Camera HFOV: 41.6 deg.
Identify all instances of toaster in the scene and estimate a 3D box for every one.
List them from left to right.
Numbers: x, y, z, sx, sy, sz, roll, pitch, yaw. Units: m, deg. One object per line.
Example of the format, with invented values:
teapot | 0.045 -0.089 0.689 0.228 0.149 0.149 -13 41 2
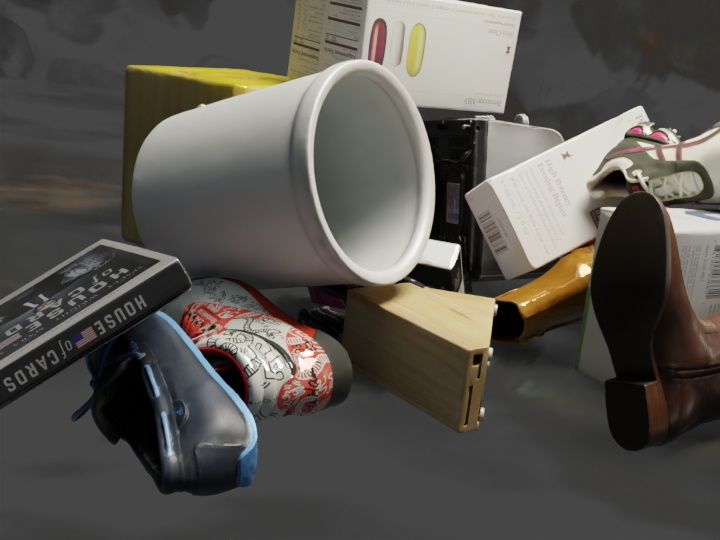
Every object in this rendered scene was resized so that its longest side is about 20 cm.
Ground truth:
toaster | 0.136 -0.075 1.073 0.117 0.203 0.181 -1 7 -18

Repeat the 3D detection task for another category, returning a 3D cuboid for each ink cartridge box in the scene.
ink cartridge box | 0.000 0.000 0.894 0.197 0.095 0.037 13 54 20
ink cartridge box | 0.292 0.025 0.812 0.197 0.148 0.087 -2 16 -28

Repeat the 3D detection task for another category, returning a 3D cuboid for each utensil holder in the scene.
utensil holder | -0.065 -0.068 0.777 0.198 0.173 0.169 -4 6 36

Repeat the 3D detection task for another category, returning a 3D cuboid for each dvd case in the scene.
dvd case | -0.205 0.031 0.620 0.149 0.025 0.199 -34 19 -21

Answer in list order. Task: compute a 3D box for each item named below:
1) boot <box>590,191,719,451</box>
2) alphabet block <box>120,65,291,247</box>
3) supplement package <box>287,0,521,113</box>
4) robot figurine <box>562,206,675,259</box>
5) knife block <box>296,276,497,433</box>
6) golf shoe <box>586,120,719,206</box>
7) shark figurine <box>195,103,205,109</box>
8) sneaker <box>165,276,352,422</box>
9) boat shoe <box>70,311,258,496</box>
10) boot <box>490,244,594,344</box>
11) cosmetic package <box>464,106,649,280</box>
boot | 0.263 0.030 0.714 0.198 0.190 0.064 -7 13 -34
alphabet block | -0.146 -0.124 1.098 0.194 0.203 0.194 15 16 33
supplement package | 0.046 -0.244 1.032 0.198 0.113 0.155 -3 20 -32
robot figurine | 0.310 -0.018 1.056 0.144 0.117 0.199 -45 31 -10
knife block | 0.020 0.052 0.762 0.173 0.065 0.200 7 15 8
golf shoe | 0.290 -0.081 0.846 0.088 0.078 0.199 -34 20 -17
shark figurine | -0.177 -0.043 0.918 0.128 0.215 0.089 37 1 -34
sneaker | -0.109 0.053 0.691 0.200 0.068 0.107 22 18 39
boat shoe | -0.136 0.071 0.587 0.068 0.086 0.199 -9 18 -35
boot | 0.178 0.029 0.905 0.142 0.072 0.201 -24 -11 -8
cosmetic package | 0.216 -0.079 0.960 0.198 0.103 0.074 -27 -1 -17
